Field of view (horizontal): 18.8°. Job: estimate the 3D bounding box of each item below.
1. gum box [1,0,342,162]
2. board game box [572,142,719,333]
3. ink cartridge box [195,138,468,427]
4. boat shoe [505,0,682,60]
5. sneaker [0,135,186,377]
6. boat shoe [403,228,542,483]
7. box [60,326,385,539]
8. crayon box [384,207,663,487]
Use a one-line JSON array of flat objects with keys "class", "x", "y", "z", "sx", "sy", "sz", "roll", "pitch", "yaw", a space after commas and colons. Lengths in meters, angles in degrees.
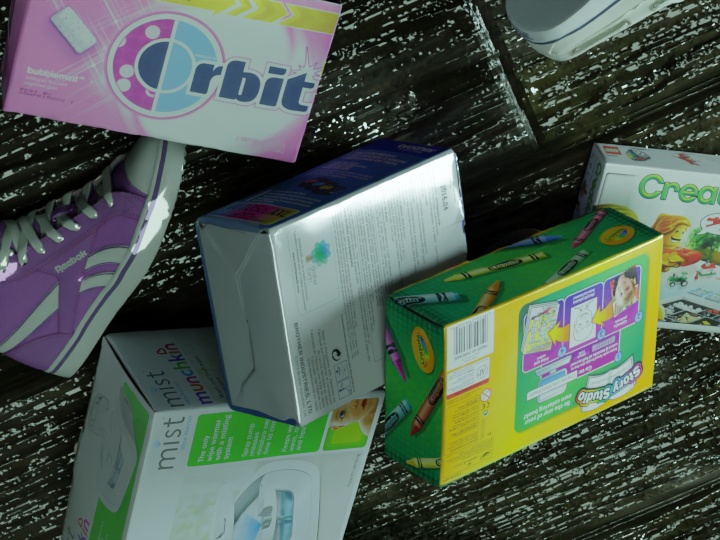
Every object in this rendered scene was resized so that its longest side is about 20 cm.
[{"class": "gum box", "x": -0.124, "y": -0.147, "z": 1.347, "sx": 0.200, "sy": 0.066, "sz": 0.114, "roll": 9, "pitch": 121, "yaw": -16}, {"class": "board game box", "x": 0.244, "y": -0.018, "z": 1.515, "sx": 0.200, "sy": 0.035, "sz": 0.126, "roll": 5, "pitch": 120, "yaw": -13}, {"class": "ink cartridge box", "x": 0.000, "y": 0.000, "z": 1.407, "sx": 0.200, "sy": 0.076, "sz": 0.137, "roll": -24, "pitch": 115, "yaw": -37}, {"class": "boat shoe", "x": 0.188, "y": -0.201, "z": 1.380, "sx": 0.200, "sy": 0.071, "sz": 0.070, "roll": -36, "pitch": 148, "yaw": 8}, {"class": "sneaker", "x": -0.197, "y": -0.023, "z": 1.411, "sx": 0.114, "sy": 0.073, "sz": 0.201, "roll": 25, "pitch": 114, "yaw": -20}, {"class": "boat shoe", "x": 0.096, "y": 0.059, "z": 1.526, "sx": 0.076, "sy": 0.072, "sz": 0.200, "roll": 4, "pitch": 122, "yaw": -45}, {"class": "box", "x": -0.100, "y": 0.141, "z": 1.492, "sx": 0.176, "sy": 0.097, "sz": 0.200, "roll": -3, "pitch": 125, "yaw": -31}, {"class": "crayon box", "x": 0.108, "y": 0.047, "z": 1.419, "sx": 0.200, "sy": 0.058, "sz": 0.119, "roll": -21, "pitch": 125, "yaw": -35}]
